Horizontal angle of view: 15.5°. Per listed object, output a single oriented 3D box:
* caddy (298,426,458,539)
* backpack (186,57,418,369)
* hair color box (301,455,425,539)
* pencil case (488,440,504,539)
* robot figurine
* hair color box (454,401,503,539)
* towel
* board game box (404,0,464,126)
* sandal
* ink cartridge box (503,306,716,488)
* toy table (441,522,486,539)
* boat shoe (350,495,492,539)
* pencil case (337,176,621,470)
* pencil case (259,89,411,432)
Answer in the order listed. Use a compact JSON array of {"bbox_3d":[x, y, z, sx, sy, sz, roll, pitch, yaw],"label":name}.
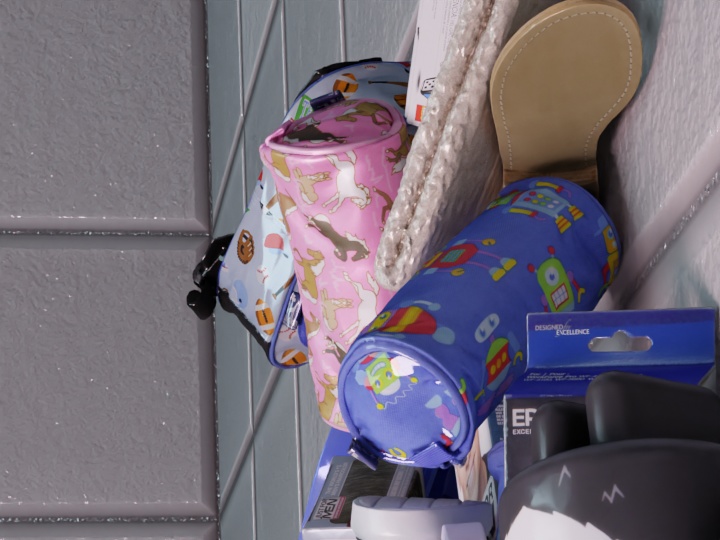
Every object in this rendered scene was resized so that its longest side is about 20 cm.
[{"bbox_3d":[0.030,0.161,1.750,0.141,0.105,0.201,-44,-29,-62],"label":"caddy"},{"bbox_3d":[0.015,-0.033,1.662,0.154,0.200,0.191,37,125,40],"label":"backpack"},{"bbox_3d":[0.012,0.225,1.644,0.099,0.060,0.201,-65,-29,-65],"label":"hair color box"},{"bbox_3d":[0.110,0.181,1.323,0.087,0.078,0.201,33,-130,-62],"label":"pencil case"},{"bbox_3d":[0.121,0.147,1.137,0.150,0.124,0.201,74,-168,-67],"label":"robot figurine"},{"bbox_3d":[0.094,0.121,1.526,0.100,0.060,0.200,101,167,-47],"label":"hair color box"},{"bbox_3d":[0.067,-0.081,1.461,0.132,0.034,0.201,3,-71,-67],"label":"towel"},{"bbox_3d":[0.073,-0.186,1.523,0.200,0.034,0.127,-64,-14,-49],"label":"board game box"},{"bbox_3d":[0.106,-0.102,1.425,0.212,0.077,0.070,92,179,-56],"label":"sandal"},{"bbox_3d":[0.118,0.116,1.242,0.039,0.099,0.201,14,-107,-66],"label":"ink cartridge box"},{"bbox_3d":[0.008,0.204,1.238,0.200,0.117,0.185,-98,4,-69],"label":"toy table"},{"bbox_3d":[0.037,0.158,1.410,0.200,0.072,0.071,40,-127,-77],"label":"boat shoe"},{"bbox_3d":[0.064,0.028,1.376,0.200,0.078,0.087,-45,-69,-47],"label":"pencil case"},{"bbox_3d":[0.000,0.000,1.535,0.086,0.083,0.201,33,141,55],"label":"pencil case"}]
